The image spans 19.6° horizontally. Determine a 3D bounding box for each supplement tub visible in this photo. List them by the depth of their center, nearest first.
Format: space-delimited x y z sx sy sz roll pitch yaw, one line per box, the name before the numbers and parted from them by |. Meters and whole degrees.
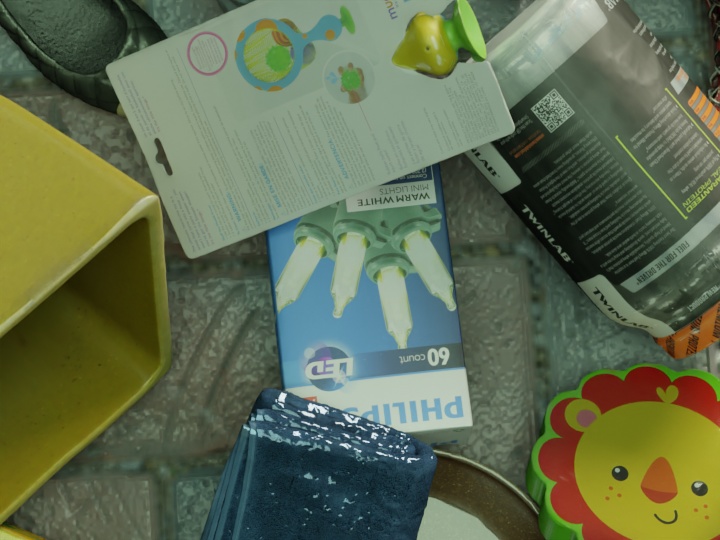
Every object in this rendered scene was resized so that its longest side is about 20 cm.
supplement tub | 0.145 -0.056 1.151 0.122 0.123 0.200 -41 95 -5

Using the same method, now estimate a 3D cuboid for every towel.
towel | -0.036 0.171 1.104 0.111 0.049 0.201 16 103 -7

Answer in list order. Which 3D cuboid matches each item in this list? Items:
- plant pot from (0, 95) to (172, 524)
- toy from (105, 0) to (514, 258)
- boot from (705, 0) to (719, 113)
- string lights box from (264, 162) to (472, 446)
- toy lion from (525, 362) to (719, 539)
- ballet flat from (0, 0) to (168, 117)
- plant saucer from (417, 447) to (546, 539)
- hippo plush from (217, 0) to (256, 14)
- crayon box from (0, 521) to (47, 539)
plant pot | -0.237 0.008 1.091 0.200 0.195 0.195 40 66 18
toy | -0.024 -0.095 1.117 0.199 0.047 0.116 -20 98 22
boot | 0.207 -0.154 1.195 0.200 0.072 0.145 35 87 -3
string lights box | 0.000 0.000 1.163 0.102 0.059 0.201 -7 75 -3
toy lion | 0.185 0.144 1.142 0.199 0.069 0.192 16 56 6
ballet flat | -0.181 -0.156 1.184 0.200 0.057 0.067 40 86 1
plant saucer | 0.025 0.200 1.176 0.199 0.037 0.202 0 85 -2
hippo plush | -0.049 -0.224 1.164 0.159 0.200 0.161 -24 61 -16
crayon box | -0.222 0.201 1.158 0.199 0.051 0.128 24 85 0
